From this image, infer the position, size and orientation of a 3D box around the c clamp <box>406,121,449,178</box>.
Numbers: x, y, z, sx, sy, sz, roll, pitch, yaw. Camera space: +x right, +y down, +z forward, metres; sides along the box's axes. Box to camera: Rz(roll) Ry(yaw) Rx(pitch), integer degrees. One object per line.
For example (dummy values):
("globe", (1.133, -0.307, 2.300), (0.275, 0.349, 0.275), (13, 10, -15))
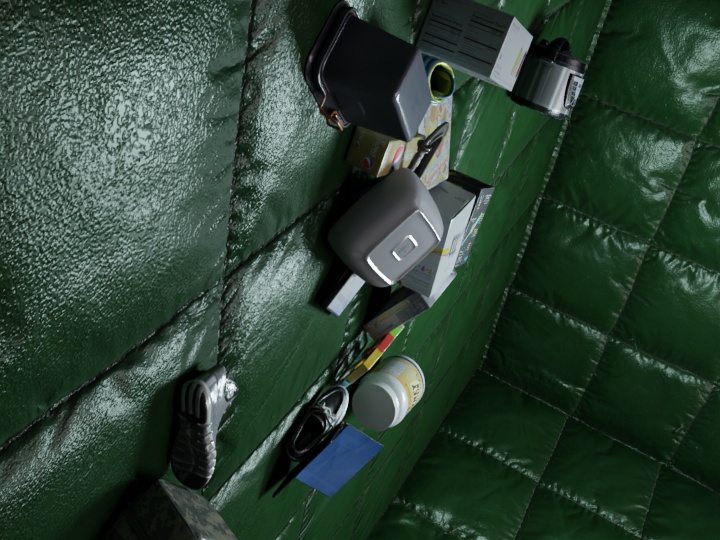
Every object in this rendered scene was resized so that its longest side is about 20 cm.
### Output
("c clamp", (0.095, -0.176, 1.517), (0.202, 0.027, 0.170), (-59, 167, 30))

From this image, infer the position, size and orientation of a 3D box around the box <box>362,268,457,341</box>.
("box", (0.113, 0.067, 1.941), (0.199, 0.049, 0.158), (-35, -174, 42))

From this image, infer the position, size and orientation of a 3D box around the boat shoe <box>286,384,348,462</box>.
("boat shoe", (-0.088, 0.317, 1.802), (0.199, 0.073, 0.068), (-44, 169, -31))

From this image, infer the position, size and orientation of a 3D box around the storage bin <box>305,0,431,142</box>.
("storage bin", (0.018, -0.262, 1.212), (0.148, 0.132, 0.200), (-62, 162, -8))

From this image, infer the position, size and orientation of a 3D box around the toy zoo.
("toy zoo", (0.014, 0.205, 1.941), (0.131, 0.020, 0.200), (-43, -178, 46))

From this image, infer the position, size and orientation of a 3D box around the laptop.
("laptop", (-0.067, 0.437, 1.845), (0.187, 0.116, 0.200), (-46, 177, 15))

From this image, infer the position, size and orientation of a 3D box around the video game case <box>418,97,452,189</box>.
("video game case", (0.142, -0.259, 1.700), (0.200, 0.022, 0.186), (-35, 130, -61))

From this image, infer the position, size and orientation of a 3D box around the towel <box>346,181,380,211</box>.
("towel", (0.027, -0.108, 1.600), (0.200, 0.048, 0.114), (-33, 145, -61))

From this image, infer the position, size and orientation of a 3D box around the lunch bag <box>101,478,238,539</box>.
("lunch bag", (-0.287, 0.412, 1.217), (0.168, 0.139, 0.200), (-45, 157, -7))

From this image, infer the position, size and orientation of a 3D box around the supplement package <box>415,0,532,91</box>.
("supplement package", (0.213, -0.419, 1.549), (0.199, 0.154, 0.113), (-14, 127, -68))

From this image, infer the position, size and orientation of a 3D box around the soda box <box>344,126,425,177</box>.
("soda box", (0.047, -0.214, 1.478), (0.199, 0.067, 0.065), (-25, 139, -65))

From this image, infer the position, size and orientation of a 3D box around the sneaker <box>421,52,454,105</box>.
("sneaker", (0.100, -0.301, 1.414), (0.081, 0.129, 0.200), (-64, 164, -6))

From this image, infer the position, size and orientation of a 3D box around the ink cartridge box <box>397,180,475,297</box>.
("ink cartridge box", (0.137, -0.081, 1.808), (0.145, 0.143, 0.203), (-42, 151, -52))

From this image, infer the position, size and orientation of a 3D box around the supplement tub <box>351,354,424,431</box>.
("supplement tub", (0.071, 0.314, 2.160), (0.199, 0.142, 0.147), (-31, 143, -62))

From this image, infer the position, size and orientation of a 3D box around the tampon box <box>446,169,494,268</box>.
("tampon box", (0.216, -0.127, 2.019), (0.149, 0.124, 0.204), (-17, 129, -68))

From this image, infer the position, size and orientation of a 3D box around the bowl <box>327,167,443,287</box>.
("bowl", (0.059, -0.061, 1.496), (0.199, 0.075, 0.200), (-42, 146, 1))

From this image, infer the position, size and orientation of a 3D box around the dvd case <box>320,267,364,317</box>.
("dvd case", (0.000, 0.000, 1.633), (0.201, 0.017, 0.143), (-52, 169, -3))

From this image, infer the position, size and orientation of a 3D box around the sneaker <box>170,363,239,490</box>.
("sneaker", (-0.223, 0.228, 1.266), (0.116, 0.074, 0.203), (-45, 153, -54))

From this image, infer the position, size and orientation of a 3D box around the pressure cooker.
("pressure cooker", (0.514, -0.531, 2.293), (0.176, 0.175, 0.204), (-124, -129, -64))
